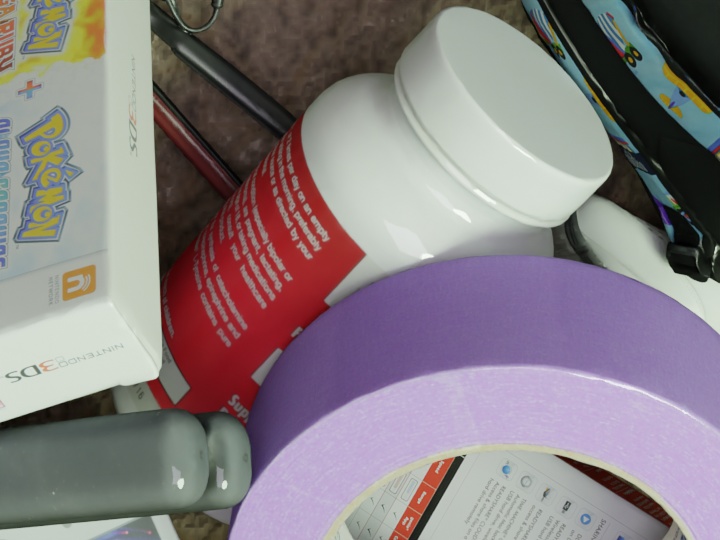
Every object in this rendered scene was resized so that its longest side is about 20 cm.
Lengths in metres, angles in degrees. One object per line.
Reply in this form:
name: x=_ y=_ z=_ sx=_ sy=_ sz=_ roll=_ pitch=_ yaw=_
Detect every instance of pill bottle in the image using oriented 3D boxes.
pill bottle: x=0.000 y=0.000 z=0.735 sx=0.112 sy=0.113 sz=0.200 roll=37 pitch=120 yaw=-10

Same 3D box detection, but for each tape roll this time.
tape roll: x=0.053 y=0.095 z=0.690 sx=0.198 sy=0.066 sz=0.202 roll=1 pitch=124 yaw=2

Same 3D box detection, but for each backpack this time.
backpack: x=0.138 y=-0.107 z=0.703 sx=0.134 sy=0.183 sz=0.201 roll=-39 pitch=95 yaw=-9

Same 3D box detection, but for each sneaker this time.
sneaker: x=0.166 y=0.020 z=0.822 sx=0.199 sy=0.074 sz=0.088 roll=33 pitch=83 yaw=-17

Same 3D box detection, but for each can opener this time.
can opener: x=-0.131 y=0.056 z=0.672 sx=0.198 sy=0.053 sz=0.068 roll=-9 pitch=80 yaw=28

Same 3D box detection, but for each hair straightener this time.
hair straightener: x=-0.081 y=-0.113 z=0.786 sx=0.077 sy=0.041 sz=0.200 roll=-43 pitch=97 yaw=2

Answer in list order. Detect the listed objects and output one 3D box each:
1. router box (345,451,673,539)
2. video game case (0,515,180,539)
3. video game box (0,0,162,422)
router box: x=0.054 y=0.173 z=0.801 sx=0.179 sy=0.049 sz=0.201 roll=32 pitch=95 yaw=15
video game case: x=-0.105 y=0.178 z=0.682 sx=0.142 sy=0.018 sz=0.201 roll=-23 pitch=70 yaw=-13
video game box: x=-0.162 y=-0.024 z=0.694 sx=0.181 sy=0.201 sz=0.047 roll=-16 pitch=137 yaw=9
